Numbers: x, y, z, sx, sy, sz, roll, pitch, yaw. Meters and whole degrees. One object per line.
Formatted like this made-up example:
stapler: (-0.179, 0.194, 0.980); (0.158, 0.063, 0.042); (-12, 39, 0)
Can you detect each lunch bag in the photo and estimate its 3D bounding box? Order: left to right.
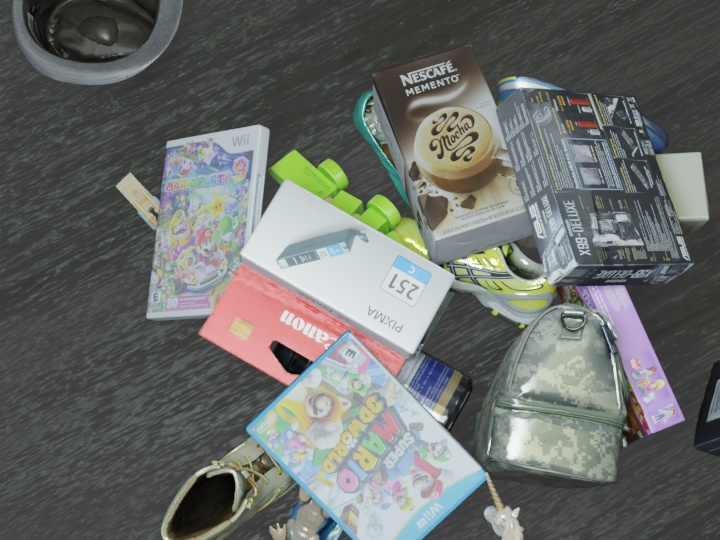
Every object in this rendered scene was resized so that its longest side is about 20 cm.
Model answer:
lunch bag: (0.194, 0.130, 1.314); (0.139, 0.200, 0.168); (7, 78, 1)

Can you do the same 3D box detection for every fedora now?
fedora: (-0.287, -0.278, 1.460); (0.200, 0.090, 0.177); (1, 76, 6)

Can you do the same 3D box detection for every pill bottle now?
pill bottle: (0.009, 0.116, 1.361); (0.200, 0.112, 0.112); (28, 79, 7)

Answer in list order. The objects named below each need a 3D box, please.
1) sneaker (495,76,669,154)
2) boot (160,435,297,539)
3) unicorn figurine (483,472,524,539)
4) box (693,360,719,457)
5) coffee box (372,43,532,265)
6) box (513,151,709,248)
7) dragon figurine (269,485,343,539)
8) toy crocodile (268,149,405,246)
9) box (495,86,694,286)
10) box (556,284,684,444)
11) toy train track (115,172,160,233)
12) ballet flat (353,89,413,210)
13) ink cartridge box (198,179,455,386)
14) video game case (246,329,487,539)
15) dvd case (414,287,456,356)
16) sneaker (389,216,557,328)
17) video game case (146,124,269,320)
sneaker: (0.241, -0.152, 1.446); (0.200, 0.074, 0.082); (16, 79, 11)
boot: (-0.114, 0.208, 1.317); (0.200, 0.155, 0.072); (-41, 81, -7)
unicorn figurine: (0.118, 0.308, 1.302); (0.074, 0.137, 0.200); (17, 80, -7)
box: (0.467, 0.159, 1.336); (0.200, 0.148, 0.104); (18, 77, 3)
coffee box: (0.095, -0.121, 1.352); (0.113, 0.080, 0.200); (-18, 70, -5)
box: (0.268, -0.076, 1.416); (0.200, 0.095, 0.078); (-4, 78, 0)
dragon figurine: (-0.049, 0.262, 1.351); (0.059, 0.099, 0.200); (28, 93, 13)
toy crocodile: (-0.021, -0.061, 1.386); (0.200, 0.062, 0.068); (37, 69, 25)
box: (0.235, -0.084, 1.302); (0.158, 0.050, 0.200); (-2, 66, -32)
box: (0.265, 0.079, 1.358); (0.039, 0.137, 0.200); (-21, 78, -5)
toy train track: (-0.196, -0.030, 1.437); (0.115, 0.033, 0.200); (-44, 75, -2)
ballet flat: (0.060, -0.121, 1.436); (0.067, 0.070, 0.200); (-37, 80, -8)
ink cartridge box: (-0.034, 0.034, 1.294); (0.200, 0.045, 0.176); (29, 77, 1)
video game case: (0.006, 0.178, 1.277); (0.143, 0.018, 0.200); (-44, 93, 6)
dvd case: (0.000, 0.000, 1.389); (0.200, 0.022, 0.146); (30, 37, 6)
sneaker: (0.122, -0.016, 1.398); (0.200, 0.076, 0.075); (25, 38, 0)
video game case: (-0.163, -0.049, 1.377); (0.143, 0.018, 0.200); (-5, 74, 38)
